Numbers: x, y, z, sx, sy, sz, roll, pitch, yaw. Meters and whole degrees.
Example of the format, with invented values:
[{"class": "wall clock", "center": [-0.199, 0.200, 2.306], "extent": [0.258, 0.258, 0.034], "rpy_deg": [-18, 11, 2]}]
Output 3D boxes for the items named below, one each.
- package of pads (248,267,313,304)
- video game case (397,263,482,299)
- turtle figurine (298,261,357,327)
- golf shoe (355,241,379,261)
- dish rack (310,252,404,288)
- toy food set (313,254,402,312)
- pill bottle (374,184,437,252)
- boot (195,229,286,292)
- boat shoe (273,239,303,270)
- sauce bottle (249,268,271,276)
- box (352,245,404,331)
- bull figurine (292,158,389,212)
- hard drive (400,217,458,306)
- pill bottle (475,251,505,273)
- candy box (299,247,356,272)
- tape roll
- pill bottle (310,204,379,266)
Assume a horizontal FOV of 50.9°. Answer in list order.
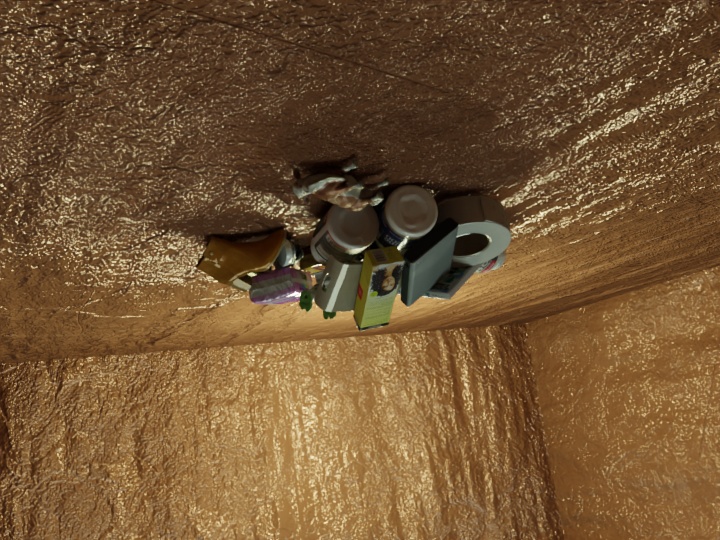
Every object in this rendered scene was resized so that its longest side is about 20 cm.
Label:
[{"class": "package of pads", "center": [-0.200, 0.042, 1.917], "extent": [0.120, 0.076, 0.200], "rpy_deg": [-12, 174, 9]}, {"class": "video game case", "center": [0.177, 0.007, 1.818], "extent": [0.182, 0.022, 0.200], "rpy_deg": [5, -151, 34]}, {"class": "turtle figurine", "center": [-0.066, 0.084, 1.861], "extent": [0.200, 0.144, 0.194], "rpy_deg": [-45, 171, 29]}, {"class": "golf shoe", "center": [0.034, -0.064, 1.820], "extent": [0.094, 0.078, 0.200], "rpy_deg": [4, 170, -1]}, {"class": "dish rack", "center": [0.000, 0.000, 1.746], "extent": [0.199, 0.044, 0.172], "rpy_deg": [-15, 180, -26]}, {"class": "toy food set", "center": [0.008, 0.017, 1.641], "extent": [0.199, 0.060, 0.144], "rpy_deg": [-2, 135, -27]}, {"class": "pill bottle", "center": [0.087, -0.101, 1.626], "extent": [0.111, 0.111, 0.200], "rpy_deg": [-5, 168, -12]}, {"class": "boot", "center": [-0.278, -0.046, 1.742], "extent": [0.144, 0.071, 0.201], "rpy_deg": [31, 113, -24]}, {"class": "boat shoe", "center": [-0.173, -0.039, 1.865], "extent": [0.066, 0.070, 0.200], "rpy_deg": [-13, 170, -15]}, {"class": "sauce bottle", "center": [-0.290, -0.019, 1.891], "extent": [0.065, 0.065, 0.200], "rpy_deg": [-11, 166, 17]}, {"class": "box", "center": [0.035, 0.040, 1.594], "extent": [0.075, 0.050, 0.200], "rpy_deg": [-11, 139, -20]}, {"class": "bull figurine", "center": [-0.034, -0.154, 1.403], "extent": [0.121, 0.065, 0.200], "rpy_deg": [-11, 169, 31]}, {"class": "hard drive", "center": [0.146, -0.015, 1.642], "extent": [0.139, 0.033, 0.200], "rpy_deg": [-39, 158, -19]}, {"class": "pill bottle", "center": [0.302, -0.050, 2.014], "extent": [0.111, 0.111, 0.200], "rpy_deg": [-17, 165, 39]}, {"class": "candy box", "center": [-0.060, -0.029, 2.011], "extent": [0.116, 0.057, 0.200], "rpy_deg": [-15, 165, 31]}, {"class": "tape roll", "center": [0.238, -0.085, 1.717], "extent": [0.202, 0.071, 0.203], "rpy_deg": [-6, 151, -3]}, {"class": "pill bottle", "center": [-0.040, -0.077, 1.654], "extent": [0.113, 0.114, 0.200], "rpy_deg": [-4, 168, -18]}]
